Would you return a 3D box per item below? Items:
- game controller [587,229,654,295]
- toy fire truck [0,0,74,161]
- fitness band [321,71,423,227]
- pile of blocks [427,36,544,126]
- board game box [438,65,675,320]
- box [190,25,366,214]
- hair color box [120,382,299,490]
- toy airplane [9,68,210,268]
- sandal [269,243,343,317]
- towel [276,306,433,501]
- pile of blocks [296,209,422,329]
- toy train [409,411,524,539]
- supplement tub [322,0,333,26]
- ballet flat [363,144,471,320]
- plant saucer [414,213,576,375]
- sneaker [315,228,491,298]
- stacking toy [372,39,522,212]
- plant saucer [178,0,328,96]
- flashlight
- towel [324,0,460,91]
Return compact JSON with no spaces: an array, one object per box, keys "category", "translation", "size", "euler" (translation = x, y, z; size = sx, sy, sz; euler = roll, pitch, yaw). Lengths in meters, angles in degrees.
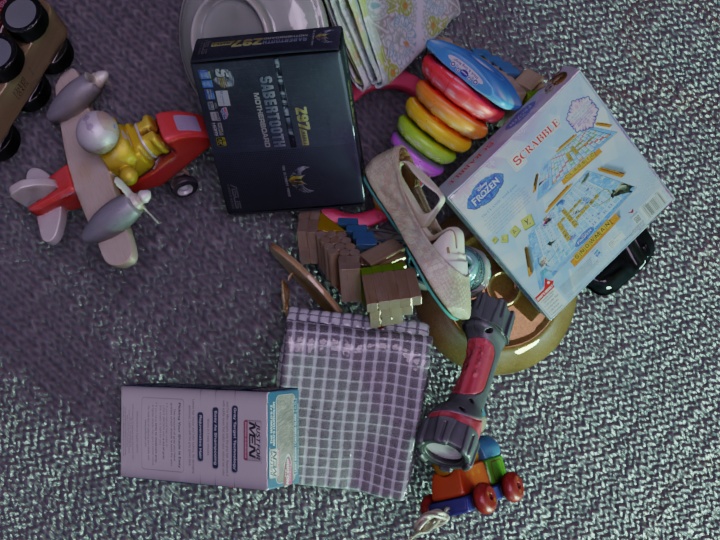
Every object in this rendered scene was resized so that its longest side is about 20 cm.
[{"category":"game controller","translation":[0.260,-0.071,1.470],"size":[0.104,0.042,0.201],"euler":[-36,92,-12]},{"category":"toy fire truck","translation":[-0.439,-0.239,1.340],"size":[0.199,0.129,0.177],"euler":[25,78,17]},{"category":"fitness band","translation":[0.012,-0.138,1.440],"size":[0.144,0.037,0.200],"euler":[45,80,-2]},{"category":"pile of blocks","translation":[0.162,-0.199,1.454],"size":[0.199,0.062,0.082],"euler":[33,37,12]},{"category":"board game box","translation":[0.217,-0.084,1.386],"size":[0.200,0.041,0.200],"euler":[-43,114,-2]},{"category":"box","translation":[-0.082,-0.154,1.329],"size":[0.156,0.051,0.201],"euler":[-4,131,6]},{"category":"hair color box","translation":[-0.160,0.172,1.322],"size":[0.198,0.060,0.101],"euler":[-1,89,33]},{"category":"toy airplane","translation":[-0.280,-0.116,1.333],"size":[0.199,0.141,0.200],"euler":[22,66,15]},{"category":"sandal","translation":[-0.045,0.069,1.397],"size":[0.212,0.078,0.070],"euler":[46,80,-10]},{"category":"towel","translation":[-0.012,0.148,1.356],"size":[0.164,0.086,0.202],"euler":[5,109,-4]},{"category":"pile of blocks","translation":[0.000,0.000,1.353],"size":[0.082,0.200,0.063],"euler":[-24,135,-23]},{"category":"toy train","translation":[0.094,0.213,1.361],"size":[0.084,0.199,0.117],"euler":[-20,81,31]},{"category":"supplement tub","translation":[-0.047,-0.291,1.401],"size":[0.106,0.107,0.202],"euler":[7,86,-9]},{"category":"ballet flat","translation":[0.071,-0.044,1.316],"size":[0.062,0.067,0.201],"euler":[-37,77,23]},{"category":"plant saucer","translation":[0.161,0.020,1.453],"size":[0.198,0.035,0.202],"euler":[1,86,-9]},{"category":"sneaker","translation":[0.044,-0.013,1.393],"size":[0.198,0.086,0.078],"euler":[2,83,10]},{"category":"stacking toy","translation":[0.074,-0.146,1.379],"size":[0.116,0.110,0.201],"euler":[41,106,12]},{"category":"plant saucer","translation":[-0.128,-0.248,1.354],"size":[0.199,0.050,0.202],"euler":[9,107,30]},{"category":"flashlight","translation":[0.115,0.115,1.349],"size":[0.067,0.068,0.201],"euler":[24,58,-5]},{"category":"towel","translation":[0.030,-0.316,1.378],"size":[0.200,0.048,0.172],"euler":[-48,130,-38]}]
